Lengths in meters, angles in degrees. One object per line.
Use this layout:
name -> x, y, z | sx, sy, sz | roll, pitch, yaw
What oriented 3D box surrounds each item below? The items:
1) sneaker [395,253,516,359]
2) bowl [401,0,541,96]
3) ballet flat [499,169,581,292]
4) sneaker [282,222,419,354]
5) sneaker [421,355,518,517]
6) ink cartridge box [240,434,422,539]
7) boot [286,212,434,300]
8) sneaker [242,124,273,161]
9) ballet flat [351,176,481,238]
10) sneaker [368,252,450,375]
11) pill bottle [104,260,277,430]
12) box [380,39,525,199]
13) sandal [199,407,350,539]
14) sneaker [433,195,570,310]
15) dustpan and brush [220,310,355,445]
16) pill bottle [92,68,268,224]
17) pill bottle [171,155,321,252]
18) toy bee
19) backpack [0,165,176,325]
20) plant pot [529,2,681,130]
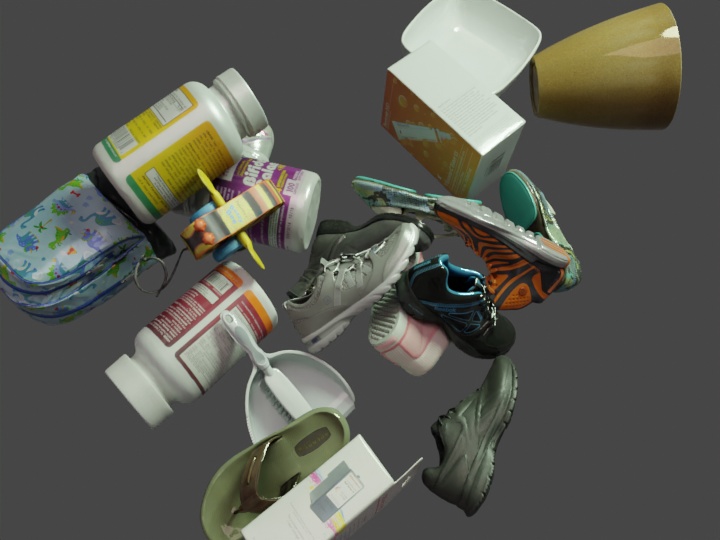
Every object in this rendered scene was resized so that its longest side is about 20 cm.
sneaker -> 0.137, 0.049, 0.791 | 0.198, 0.081, 0.075 | 28, 44, -29
bowl -> 0.181, -0.365, 1.060 | 0.198, 0.075, 0.201 | 36, 65, 14
ballet flat -> 0.264, -0.058, 0.922 | 0.072, 0.075, 0.204 | -12, 66, -10
sneaker -> -0.013, 0.009, 0.753 | 0.200, 0.075, 0.082 | -43, 94, 9
sneaker -> 0.137, 0.189, 0.776 | 0.089, 0.077, 0.202 | 20, 60, 15
ink cartridge box -> -0.028, 0.258, 0.700 | 0.198, 0.118, 0.068 | -34, 67, -19
boot -> 0.000, 0.000, 0.832 | 0.197, 0.070, 0.134 | -4, 54, 41
sneaker -> -0.216, -0.207, 0.953 | 0.196, 0.082, 0.090 | 25, 61, 0
ballet flat -> 0.078, -0.084, 0.908 | 0.195, 0.075, 0.076 | 12, 62, 6
sneaker -> 0.070, 0.054, 0.845 | 0.104, 0.075, 0.203 | 41, 35, -23
pill bottle -> -0.206, 0.090, 0.778 | 0.109, 0.110, 0.200 | 41, 67, 16
box -> 0.133, -0.223, 0.954 | 0.097, 0.125, 0.200 | -36, 70, -20
sandal -> -0.099, 0.225, 0.702 | 0.200, 0.057, 0.080 | -40, 88, -3
sneaker -> 0.172, -0.014, 0.847 | 0.197, 0.114, 0.078 | 29, 22, 5
dustpan and brush -> -0.104, 0.131, 0.755 | 0.139, 0.057, 0.201 | -41, 92, -21
pill bottle -> -0.217, -0.160, 0.784 | 0.199, 0.113, 0.113 | -38, 70, -9
pill bottle -> -0.160, -0.100, 0.878 | 0.195, 0.113, 0.115 | 13, 62, 2
toy bee -> -0.163, -0.043, 0.740 | 0.130, 0.108, 0.202 | 35, 72, -12
backpack -> -0.371, -0.027, 0.821 | 0.200, 0.154, 0.163 | -43, 79, -9
plant pot -> 0.374, -0.307, 0.998 | 0.195, 0.187, 0.191 | -6, 62, 7
